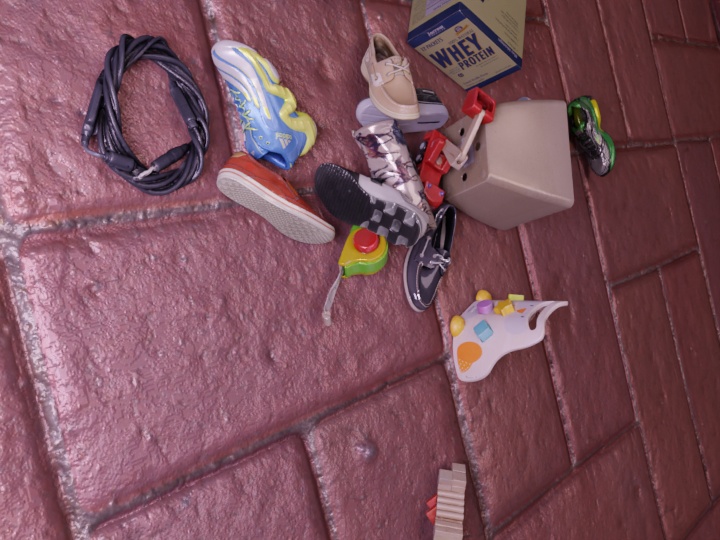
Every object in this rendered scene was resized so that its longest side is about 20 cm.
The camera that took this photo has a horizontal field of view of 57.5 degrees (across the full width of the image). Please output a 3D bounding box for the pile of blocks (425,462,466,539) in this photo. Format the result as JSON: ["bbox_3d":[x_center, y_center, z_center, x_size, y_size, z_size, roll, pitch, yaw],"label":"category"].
[{"bbox_3d":[0.134,0.419,1.075,0.060,0.083,0.204,8,59,4],"label":"pile of blocks"}]

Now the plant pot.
[{"bbox_3d":[0.258,-0.204,1.229,0.173,0.199,0.206,5,78,-28],"label":"plant pot"}]

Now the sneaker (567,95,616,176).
[{"bbox_3d":[0.554,-0.323,1.602,0.084,0.078,0.204,-19,86,-36],"label":"sneaker"}]

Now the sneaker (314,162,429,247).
[{"bbox_3d":[0.019,-0.105,1.021,0.198,0.075,0.088,33,28,13],"label":"sneaker"}]

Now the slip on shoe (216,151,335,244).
[{"bbox_3d":[-0.112,-0.101,0.939,0.198,0.073,0.062,33,58,-28],"label":"slip on shoe"}]

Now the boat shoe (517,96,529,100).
[{"bbox_3d":[0.366,-0.270,1.409,0.090,0.070,0.205,28,61,-30],"label":"boat shoe"}]

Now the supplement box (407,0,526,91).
[{"bbox_3d":[0.211,-0.500,1.272,0.197,0.133,0.205,24,66,-36],"label":"supplement box"}]

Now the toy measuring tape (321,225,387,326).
[{"bbox_3d":[0.000,0.000,1.012,0.073,0.073,0.203,40,52,-29],"label":"toy measuring tape"}]

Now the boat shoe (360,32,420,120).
[{"bbox_3d":[0.049,-0.317,1.066,0.070,0.066,0.203,-3,45,-18],"label":"boat shoe"}]

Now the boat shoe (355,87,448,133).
[{"bbox_3d":[0.066,-0.285,1.148,0.196,0.072,0.072,-5,60,-39],"label":"boat shoe"}]

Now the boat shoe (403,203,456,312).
[{"bbox_3d":[0.126,-0.028,1.145,0.072,0.062,0.205,29,63,-34],"label":"boat shoe"}]

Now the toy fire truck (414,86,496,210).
[{"bbox_3d":[0.152,-0.201,1.134,0.048,0.140,0.204,26,74,-25],"label":"toy fire truck"}]

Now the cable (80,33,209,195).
[{"bbox_3d":[-0.259,-0.203,0.835,0.161,0.050,0.205,24,65,-37],"label":"cable"}]

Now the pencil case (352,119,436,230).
[{"bbox_3d":[0.053,-0.150,1.088,0.205,0.088,0.078,69,20,-3],"label":"pencil case"}]

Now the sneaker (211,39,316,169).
[{"bbox_3d":[-0.144,-0.225,0.929,0.199,0.075,0.107,41,57,-30],"label":"sneaker"}]

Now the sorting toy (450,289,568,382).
[{"bbox_3d":[0.275,0.096,1.177,0.199,0.178,0.109,-38,106,-40],"label":"sorting toy"}]
